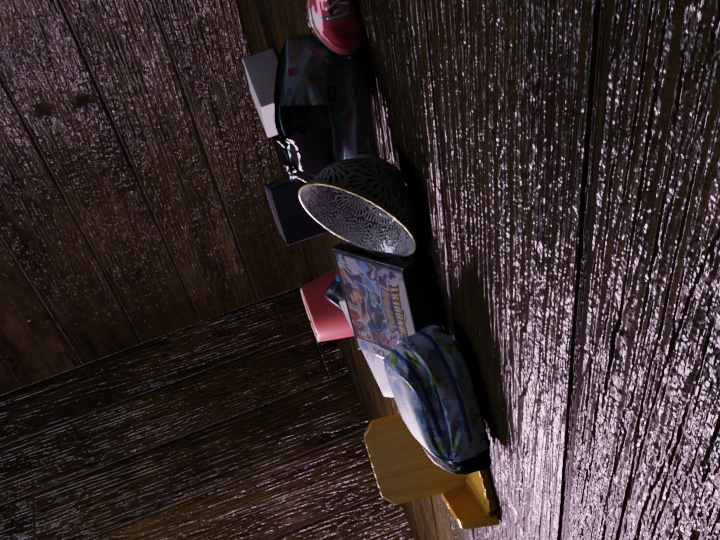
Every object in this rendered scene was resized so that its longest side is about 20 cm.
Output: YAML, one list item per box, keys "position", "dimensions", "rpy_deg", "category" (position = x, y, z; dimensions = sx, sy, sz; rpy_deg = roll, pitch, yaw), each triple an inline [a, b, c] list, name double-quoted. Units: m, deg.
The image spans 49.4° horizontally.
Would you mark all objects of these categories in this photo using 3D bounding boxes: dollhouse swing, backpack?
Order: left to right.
- position: [-0.062, -0.265, 1.220]
  dimensions: [0.177, 0.150, 0.204]
  rpy_deg: [78, -176, -63]
  category: "backpack"
- position: [0.117, 0.350, 1.373]
  dimensions: [0.182, 0.172, 0.204]
  rpy_deg: [-132, 25, -73]
  category: "dollhouse swing"
- position: [0.114, 0.185, 1.180]
  dimensions: [0.163, 0.150, 0.205]
  rpy_deg: [-131, 36, -63]
  category: "backpack"

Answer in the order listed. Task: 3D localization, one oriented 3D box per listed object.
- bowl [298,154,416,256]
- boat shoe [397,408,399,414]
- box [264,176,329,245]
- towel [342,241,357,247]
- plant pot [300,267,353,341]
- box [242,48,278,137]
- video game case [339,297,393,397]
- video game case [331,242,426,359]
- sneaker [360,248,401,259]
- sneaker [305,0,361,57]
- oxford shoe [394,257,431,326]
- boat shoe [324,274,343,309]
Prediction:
- position: [0.012, -0.113, 1.190]
  dimensions: [0.201, 0.197, 0.096]
  rpy_deg: [94, -160, -72]
  category: "bowl"
- position: [0.134, 0.390, 1.760]
  dimensions: [0.074, 0.074, 0.204]
  rpy_deg: [137, 114, -79]
  category: "boat shoe"
- position: [-0.070, -0.138, 1.471]
  dimensions: [0.182, 0.196, 0.106]
  rpy_deg: [-139, 30, -75]
  category: "box"
- position: [0.000, 0.000, 1.583]
  dimensions: [0.134, 0.034, 0.200]
  rpy_deg: [61, -171, -5]
  category: "towel"
- position: [-0.049, 0.081, 1.966]
  dimensions: [0.200, 0.174, 0.205]
  rpy_deg: [162, 90, -83]
  category: "plant pot"
- position: [-0.277, -0.546, 2.408]
  dimensions: [0.153, 0.104, 0.203]
  rpy_deg: [85, 164, -64]
  category: "box"
- position: [0.055, 0.132, 1.367]
  dimensions: [0.181, 0.023, 0.203]
  rpy_deg: [-10, 108, 57]
  category: "video game case"
- position: [0.036, 0.064, 1.290]
  dimensions: [0.179, 0.025, 0.204]
  rpy_deg: [18, 130, 48]
  category: "video game case"
- position: [0.020, -0.018, 1.471]
  dimensions: [0.070, 0.098, 0.202]
  rpy_deg: [84, 165, -53]
  category: "sneaker"
- position: [-0.046, -0.405, 1.112]
  dimensions: [0.087, 0.072, 0.204]
  rpy_deg: [-147, 38, -73]
  category: "sneaker"
- position: [0.069, 0.025, 1.365]
  dimensions: [0.202, 0.070, 0.074]
  rpy_deg: [56, 163, 24]
  category: "oxford shoe"
- position: [0.002, 0.090, 1.634]
  dimensions: [0.200, 0.068, 0.084]
  rpy_deg: [47, -171, -15]
  category: "boat shoe"
